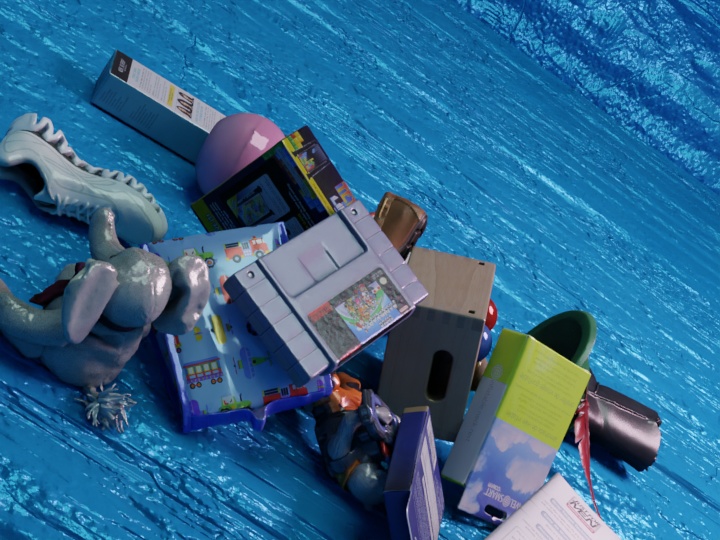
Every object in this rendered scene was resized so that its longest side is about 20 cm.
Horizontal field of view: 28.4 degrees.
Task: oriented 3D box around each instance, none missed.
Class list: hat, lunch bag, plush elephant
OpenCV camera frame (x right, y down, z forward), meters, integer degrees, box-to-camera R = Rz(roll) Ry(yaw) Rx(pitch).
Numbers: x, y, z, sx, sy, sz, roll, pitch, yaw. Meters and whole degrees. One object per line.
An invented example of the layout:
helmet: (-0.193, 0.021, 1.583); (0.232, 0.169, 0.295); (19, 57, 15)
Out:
hat: (0.270, 0.180, 1.796); (0.176, 0.200, 0.165); (47, -19, -19)
lunch bag: (-0.122, 0.065, 1.390); (0.150, 0.094, 0.201); (-10, 56, -19)
plush elephant: (-0.233, 0.023, 1.279); (0.164, 0.155, 0.200); (4, 39, -53)

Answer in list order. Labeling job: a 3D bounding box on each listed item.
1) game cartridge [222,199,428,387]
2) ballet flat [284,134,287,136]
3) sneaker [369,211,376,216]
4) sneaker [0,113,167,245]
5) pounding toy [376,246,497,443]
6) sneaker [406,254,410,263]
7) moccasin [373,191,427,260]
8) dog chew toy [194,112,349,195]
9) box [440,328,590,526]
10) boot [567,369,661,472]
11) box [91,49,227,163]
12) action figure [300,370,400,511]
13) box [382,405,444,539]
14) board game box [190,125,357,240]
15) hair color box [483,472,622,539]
game cartridge: (-0.028, 0.020, 1.398); (0.130, 0.038, 0.200); (50, 45, 7)
ballet flat: (-0.096, -0.119, 1.880); (0.071, 0.069, 0.200); (3, 33, -25)
sneaker: (0.018, 0.005, 1.815); (0.082, 0.078, 0.200); (-1, 40, -31)
sneaker: (-0.298, -0.079, 1.502); (0.199, 0.075, 0.081); (33, 37, -8)
pounding toy: (0.102, 0.099, 1.625); (0.141, 0.201, 0.184); (12, 25, 5)
sneaker: (0.034, 0.009, 1.731); (0.198, 0.077, 0.081); (12, 51, 2)
moccasin: (0.000, 0.000, 1.646); (0.077, 0.202, 0.074); (29, -7, 10)
dog chew toy: (-0.100, -0.108, 1.740); (0.199, 0.125, 0.125); (27, 23, -1)
box: (0.169, 0.179, 1.570); (0.122, 0.201, 0.048); (30, -8, -39)
boot: (0.319, 0.171, 1.922); (0.167, 0.077, 0.201); (26, 32, -18)
box: (-0.241, -0.197, 1.814); (0.199, 0.049, 0.082); (31, 24, -18)
action figure: (-0.011, 0.164, 1.476); (0.194, 0.104, 0.200); (64, 6, 35)
box: (0.052, 0.232, 1.381); (0.032, 0.122, 0.200); (-6, 21, 10)
board game box: (-0.068, -0.030, 1.538); (0.201, 0.165, 0.057); (57, 41, -4)
hair color box: (0.168, 0.290, 1.400); (0.099, 0.061, 0.200); (46, 38, 12)
